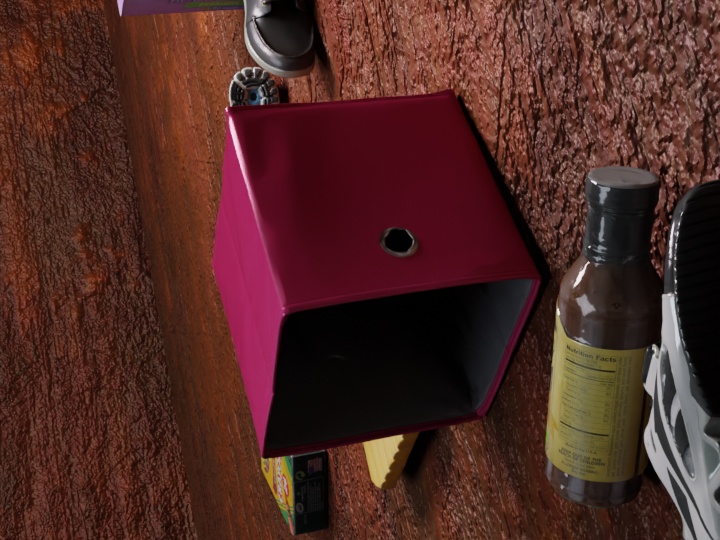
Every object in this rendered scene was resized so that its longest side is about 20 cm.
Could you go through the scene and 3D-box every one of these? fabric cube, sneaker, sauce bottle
[{"bbox_3d":[0.000,0.000,0.861,0.201,0.195,0.200,103,154,-50],"label":"fabric cube"},{"bbox_3d":[-0.094,-0.312,1.211,0.107,0.074,0.201,102,155,-51],"label":"sneaker"},{"bbox_3d":[0.146,0.040,0.641,0.065,0.064,0.201,-133,41,-61],"label":"sauce bottle"},{"bbox_3d":[0.171,0.057,0.548,0.088,0.074,0.201,177,86,-70],"label":"sneaker"},{"bbox_3d":[-0.125,-0.162,1.415,0.090,0.078,0.201,-91,1,-78],"label":"sneaker"}]

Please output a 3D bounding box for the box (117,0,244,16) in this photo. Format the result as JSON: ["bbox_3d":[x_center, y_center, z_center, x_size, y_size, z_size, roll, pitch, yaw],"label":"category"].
[{"bbox_3d":[-0.248,-0.457,1.463,0.097,0.175,0.201,139,121,-69],"label":"box"}]

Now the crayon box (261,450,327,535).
[{"bbox_3d":[-0.099,0.254,1.507,0.200,0.050,0.128,-131,37,-61],"label":"crayon box"}]

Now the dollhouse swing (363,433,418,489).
[{"bbox_3d":[-0.038,0.102,1.089,0.200,0.181,0.177,107,170,-52],"label":"dollhouse swing"}]
